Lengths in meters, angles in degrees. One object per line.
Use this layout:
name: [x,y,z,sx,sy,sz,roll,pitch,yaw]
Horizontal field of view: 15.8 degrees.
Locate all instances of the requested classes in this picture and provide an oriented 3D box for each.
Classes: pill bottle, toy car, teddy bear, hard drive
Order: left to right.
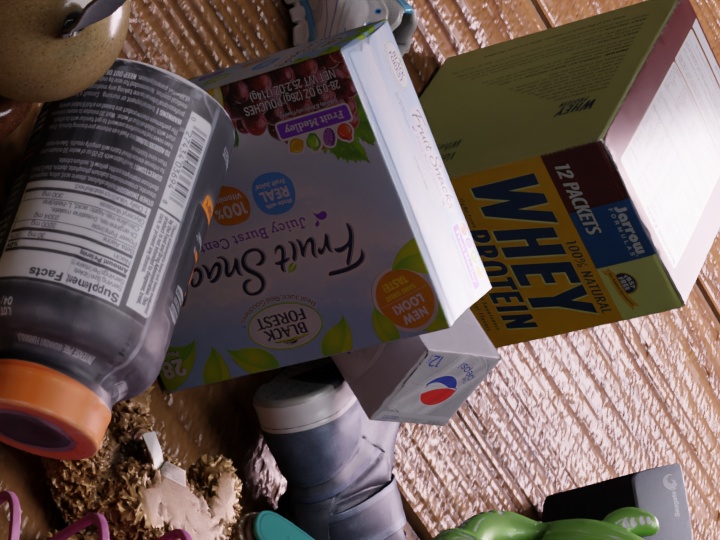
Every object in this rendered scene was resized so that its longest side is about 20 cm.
toy car: [-0.178,-0.143,1.305,0.158,0.200,0.164,60,36,-25]
pill bottle: [-0.142,-0.003,1.360,0.106,0.106,0.200,41,57,-43]
teddy bear: [-0.124,0.137,1.427,0.200,0.067,0.145,51,35,-23]
hard drive: [0.177,0.240,1.787,0.042,0.135,0.200,7,73,-35]

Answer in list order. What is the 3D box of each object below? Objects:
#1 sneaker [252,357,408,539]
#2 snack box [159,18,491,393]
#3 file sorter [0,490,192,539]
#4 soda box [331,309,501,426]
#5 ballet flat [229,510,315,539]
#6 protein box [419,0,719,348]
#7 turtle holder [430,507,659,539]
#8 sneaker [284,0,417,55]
sneaker: [0.001,0.115,1.610,0.202,0.077,0.146,-39,117,-61]
snack box: [-0.049,-0.033,1.467,0.068,0.200,0.169,-40,113,-55]
file sorter: [-0.115,0.202,1.282,0.200,0.125,0.139,17,62,-27]
soda box: [0.000,0.000,1.563,0.068,0.063,0.200,8,40,-45]
ballet flat: [-0.005,0.217,1.519,0.200,0.065,0.071,39,28,-6]
protein box: [0.135,-0.064,1.763,0.135,0.198,0.200,61,35,-23]
turtle holder: [0.135,0.222,1.594,0.186,0.141,0.132,64,36,-22]
sneaker: [-0.004,-0.178,1.699,0.075,0.087,0.200,0,78,-56]
